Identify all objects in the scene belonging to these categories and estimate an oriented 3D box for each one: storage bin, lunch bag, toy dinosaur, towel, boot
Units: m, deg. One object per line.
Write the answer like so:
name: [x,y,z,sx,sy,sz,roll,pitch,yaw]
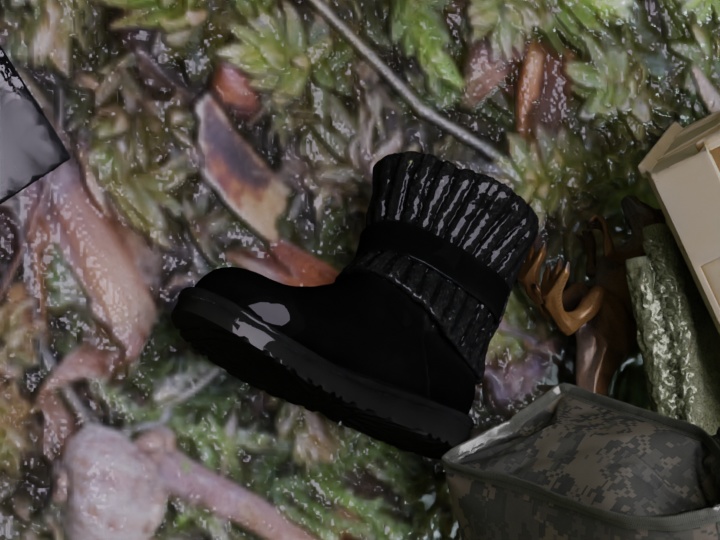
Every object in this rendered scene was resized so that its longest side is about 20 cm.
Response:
storage bin: [0.256,-0.005,1.618,0.201,0.093,0.199,64,17,-5]
lunch bag: [0.156,0.169,1.488,0.117,0.199,0.165,-28,116,-31]
toy dinosaur: [0.142,0.034,1.618,0.106,0.060,0.201,29,66,-25]
towel: [0.201,0.075,1.613,0.148,0.036,0.202,8,72,-70]
boot: [-0.001,0.000,1.523,0.210,0.079,0.159,27,73,-36]

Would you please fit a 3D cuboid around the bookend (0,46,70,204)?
bookend: [-0.286,-0.081,1.362,0.200,0.092,0.199,-37,98,-30]
